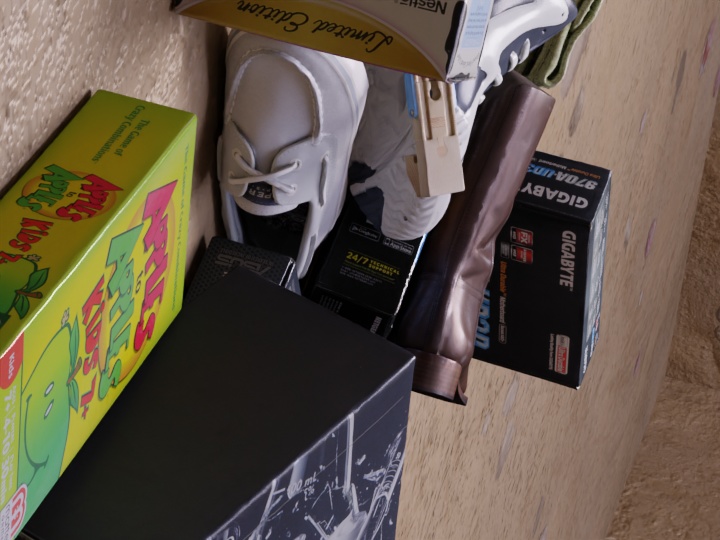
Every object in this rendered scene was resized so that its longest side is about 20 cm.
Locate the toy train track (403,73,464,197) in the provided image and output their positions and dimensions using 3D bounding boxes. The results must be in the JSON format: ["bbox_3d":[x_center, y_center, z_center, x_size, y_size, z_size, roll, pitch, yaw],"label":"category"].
[{"bbox_3d":[0.022,-0.137,1.279,0.115,0.033,0.200,-12,98,-35],"label":"toy train track"}]

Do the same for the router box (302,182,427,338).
[{"bbox_3d":[0.000,0.000,1.462,0.200,0.051,0.149,115,-4,-61],"label":"router box"}]

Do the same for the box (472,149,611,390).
[{"bbox_3d":[0.077,-0.012,1.648,0.200,0.159,0.046,87,22,-57],"label":"box"}]

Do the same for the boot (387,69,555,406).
[{"bbox_3d":[0.062,-0.023,1.521,0.186,0.064,0.200,166,-60,-84],"label":"boot"}]

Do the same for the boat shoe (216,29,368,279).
[{"bbox_3d":[-0.043,-0.057,1.289,0.200,0.072,0.069,104,5,-60],"label":"boat shoe"}]

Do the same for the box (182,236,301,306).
[{"bbox_3d":[-0.074,0.099,1.355,0.200,0.051,0.158,81,28,-59],"label":"box"}]

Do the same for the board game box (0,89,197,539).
[{"bbox_3d":[-0.126,0.019,1.030,0.200,0.048,0.102,-58,159,-55],"label":"board game box"}]

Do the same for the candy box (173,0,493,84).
[{"bbox_3d":[0.005,-0.197,1.157,0.061,0.136,0.200,-21,124,-73],"label":"candy box"}]

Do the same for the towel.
[{"bbox_3d":[0.135,-0.213,1.740,0.149,0.036,0.200,-62,-162,19],"label":"towel"}]

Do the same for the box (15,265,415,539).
[{"bbox_3d":[-0.078,0.133,1.135,0.200,0.104,0.182,-40,146,-41],"label":"box"}]

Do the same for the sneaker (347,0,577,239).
[{"bbox_3d":[0.064,-0.115,1.370,0.129,0.079,0.200,2,91,-45],"label":"sneaker"}]
